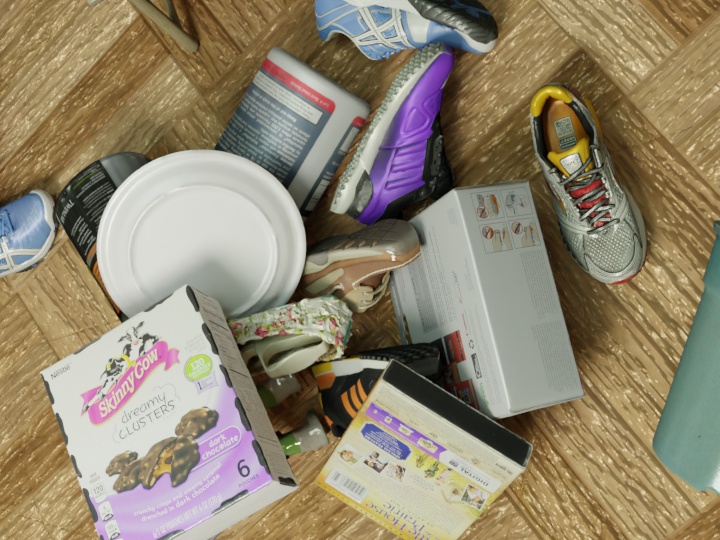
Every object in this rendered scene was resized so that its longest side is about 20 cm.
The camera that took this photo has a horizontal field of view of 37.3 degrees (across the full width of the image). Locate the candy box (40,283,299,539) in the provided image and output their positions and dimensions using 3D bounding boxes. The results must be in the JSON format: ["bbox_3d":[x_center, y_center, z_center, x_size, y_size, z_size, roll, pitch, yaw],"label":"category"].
[{"bbox_3d":[-0.174,0.142,0.962,0.167,0.072,0.201,-31,68,8],"label":"candy box"}]

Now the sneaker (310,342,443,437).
[{"bbox_3d":[0.022,0.121,1.017,0.200,0.069,0.091,-13,87,60],"label":"sneaker"}]

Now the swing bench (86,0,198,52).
[{"bbox_3d":[-0.168,-0.349,1.094,0.198,0.200,0.131,-26,77,18],"label":"swing bench"}]

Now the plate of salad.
[{"bbox_3d":[-0.152,-0.023,1.028,0.198,0.048,0.202,-4,115,-8],"label":"plate of salad"}]

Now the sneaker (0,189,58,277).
[{"bbox_3d":[-0.436,-0.024,1.249,0.199,0.077,0.076,-37,72,14],"label":"sneaker"}]

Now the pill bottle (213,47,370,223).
[{"bbox_3d":[-0.088,-0.111,1.087,0.119,0.119,0.201,35,99,21],"label":"pill bottle"}]

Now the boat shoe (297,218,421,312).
[{"bbox_3d":[0.000,0.000,1.040,0.200,0.075,0.072,-11,107,60],"label":"boat shoe"}]

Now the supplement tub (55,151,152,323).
[{"bbox_3d":[-0.227,-0.016,1.137,0.122,0.122,0.201,-40,73,15],"label":"supplement tub"}]

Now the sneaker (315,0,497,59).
[{"bbox_3d":[0.044,-0.250,1.071,0.199,0.076,0.078,22,120,20],"label":"sneaker"}]

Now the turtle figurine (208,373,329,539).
[{"bbox_3d":[-0.141,0.176,1.097,0.193,0.200,0.145,-29,68,-7],"label":"turtle figurine"}]

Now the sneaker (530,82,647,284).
[{"bbox_3d":[0.201,-0.080,0.985,0.077,0.082,0.201,-26,77,19],"label":"sneaker"}]

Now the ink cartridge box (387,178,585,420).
[{"bbox_3d":[0.105,0.040,0.998,0.175,0.083,0.202,-32,69,63],"label":"ink cartridge box"}]

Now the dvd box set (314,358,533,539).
[{"bbox_3d":[0.051,0.178,0.973,0.146,0.029,0.201,31,138,3],"label":"dvd box set"}]

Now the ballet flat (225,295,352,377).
[{"bbox_3d":[-0.100,0.078,1.024,0.199,0.076,0.064,-20,45,15],"label":"ballet flat"}]

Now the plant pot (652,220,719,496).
[{"bbox_3d":[0.342,0.088,0.864,0.199,0.200,0.198,26,103,22],"label":"plant pot"}]

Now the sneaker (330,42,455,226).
[{"bbox_3d":[0.056,-0.123,1.048,0.099,0.070,0.201,28,116,-8],"label":"sneaker"}]
